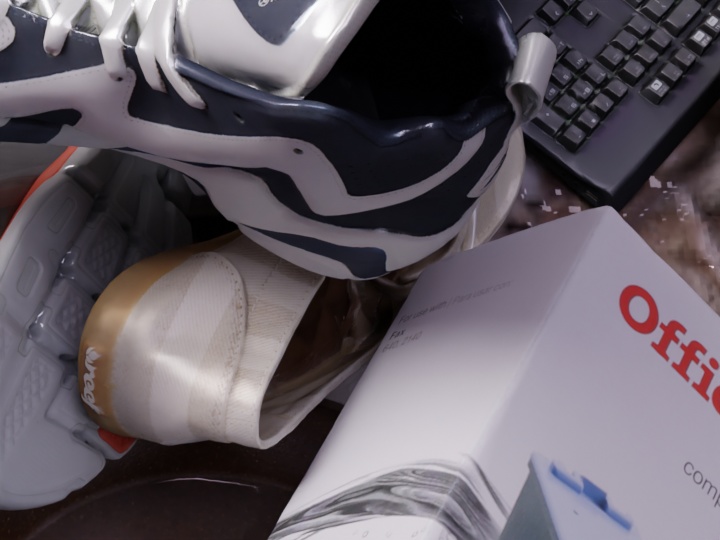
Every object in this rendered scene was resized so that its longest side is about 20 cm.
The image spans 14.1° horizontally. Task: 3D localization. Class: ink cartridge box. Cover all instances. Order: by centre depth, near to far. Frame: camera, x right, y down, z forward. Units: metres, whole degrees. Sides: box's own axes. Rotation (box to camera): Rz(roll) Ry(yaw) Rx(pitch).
[{"bbox_3d":[0.046,0.108,0.740,0.146,0.086,0.200,43,57,-19],"label":"ink cartridge box"}]

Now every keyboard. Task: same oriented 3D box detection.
[{"bbox_3d":[0.128,-0.089,0.956,0.127,0.021,0.200,40,61,4],"label":"keyboard"}]

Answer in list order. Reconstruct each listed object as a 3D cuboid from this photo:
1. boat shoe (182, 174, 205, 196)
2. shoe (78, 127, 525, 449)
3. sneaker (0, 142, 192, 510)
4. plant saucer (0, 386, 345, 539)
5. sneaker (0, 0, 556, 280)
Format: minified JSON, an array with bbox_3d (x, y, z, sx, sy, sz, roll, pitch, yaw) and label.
[{"bbox_3d":[-0.007,-0.082,0.847,0.057,0.068,0.200,64,31,-14],"label":"boat shoe"},{"bbox_3d":[0.000,0.000,0.817,0.053,0.070,0.200,10,29,31],"label":"shoe"},{"bbox_3d":[-0.094,-0.013,0.818,0.077,0.082,0.201,59,34,-37],"label":"sneaker"},{"bbox_3d":[-0.034,0.128,0.790,0.199,0.035,0.201,8,62,-15],"label":"plant saucer"},{"bbox_3d":[-0.043,-0.068,0.687,0.199,0.130,0.080,30,63,-14],"label":"sneaker"}]
